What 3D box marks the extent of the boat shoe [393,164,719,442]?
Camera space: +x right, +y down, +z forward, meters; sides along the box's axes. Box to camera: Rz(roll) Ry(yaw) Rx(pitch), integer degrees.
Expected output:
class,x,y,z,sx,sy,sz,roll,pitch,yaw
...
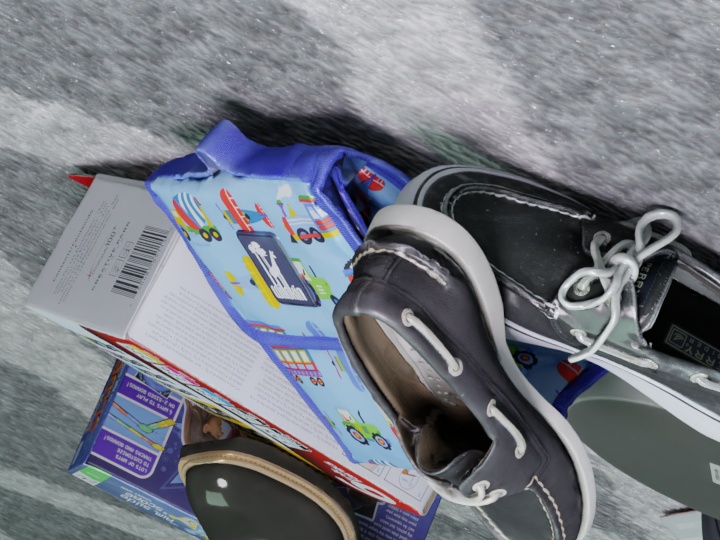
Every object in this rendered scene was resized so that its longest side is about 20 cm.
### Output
class,x,y,z,sx,sy,sz,roll,pitch,yaw
boat shoe,0.109,0.010,1.228,0.199,0.074,0.068,33,155,-7

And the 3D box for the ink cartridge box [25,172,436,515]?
class,x,y,z,sx,sy,sz,roll,pitch,yaw
ink cartridge box,-0.062,0.035,1.508,0.200,0.084,0.175,33,171,-27

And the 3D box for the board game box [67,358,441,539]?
class,x,y,z,sx,sy,sz,roll,pitch,yaw
board game box,-0.047,0.095,1.624,0.199,0.136,0.034,29,159,-15

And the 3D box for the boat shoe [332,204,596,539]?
class,x,y,z,sx,sy,sz,roll,pitch,yaw
boat shoe,0.043,0.063,1.228,0.074,0.060,0.200,7,139,32

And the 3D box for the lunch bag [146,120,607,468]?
class,x,y,z,sx,sy,sz,roll,pitch,yaw
lunch bag,0.000,0.000,1.345,0.200,0.094,0.150,46,159,-25

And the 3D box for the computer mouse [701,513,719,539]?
class,x,y,z,sx,sy,sz,roll,pitch,yaw
computer mouse,0.247,0.179,1.524,0.200,0.046,0.141,42,162,19

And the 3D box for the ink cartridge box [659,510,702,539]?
class,x,y,z,sx,sy,sz,roll,pitch,yaw
ink cartridge box,0.272,0.184,1.622,0.174,0.044,0.200,50,161,-5

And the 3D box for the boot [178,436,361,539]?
class,x,y,z,sx,sy,sz,roll,pitch,yaw
boot,-0.043,0.193,1.514,0.077,0.139,0.200,-9,138,30

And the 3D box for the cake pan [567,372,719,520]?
class,x,y,z,sx,sy,sz,roll,pitch,yaw
cake pan,0.187,0.087,1.431,0.200,0.037,0.200,22,164,7
